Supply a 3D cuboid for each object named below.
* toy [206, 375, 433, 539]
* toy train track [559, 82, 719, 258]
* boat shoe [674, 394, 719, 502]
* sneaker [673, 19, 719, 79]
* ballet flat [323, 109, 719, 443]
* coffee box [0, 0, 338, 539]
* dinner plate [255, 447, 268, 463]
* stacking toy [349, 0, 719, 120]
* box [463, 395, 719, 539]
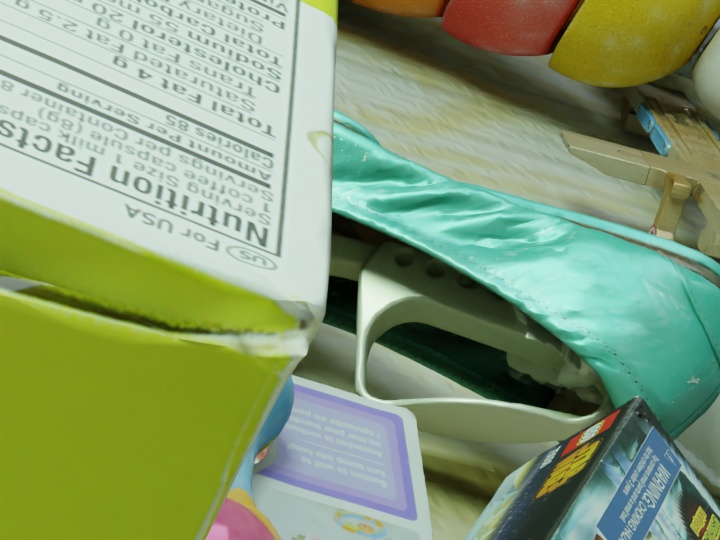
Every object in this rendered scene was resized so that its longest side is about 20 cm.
[{"bbox_3d":[-0.021,0.066,0.585,0.115,0.047,0.200,19,31,-21],"label":"toy"},{"bbox_3d":[0.118,-0.030,1.076,0.115,0.033,0.200,15,16,-8],"label":"toy train track"},{"bbox_3d":[0.163,0.061,0.835,0.200,0.075,0.068,22,15,-12],"label":"boat shoe"},{"bbox_3d":[0.146,-0.141,1.226,0.075,0.115,0.200,21,13,-16],"label":"sneaker"},{"bbox_3d":[0.000,0.000,0.795,0.200,0.067,0.070,21,57,13],"label":"ballet flat"},{"bbox_3d":[-0.132,0.014,0.418,0.200,0.200,0.198,23,21,-10],"label":"coffee box"},{"bbox_3d":[-0.094,0.031,0.679,0.200,0.024,0.200,22,19,-8],"label":"dinner plate"},{"bbox_3d":[0.089,-0.117,1.116,0.200,0.146,0.146,35,20,1],"label":"stacking toy"},{"bbox_3d":[0.058,0.114,0.545,0.137,0.040,0.200,55,21,-4],"label":"box"}]
